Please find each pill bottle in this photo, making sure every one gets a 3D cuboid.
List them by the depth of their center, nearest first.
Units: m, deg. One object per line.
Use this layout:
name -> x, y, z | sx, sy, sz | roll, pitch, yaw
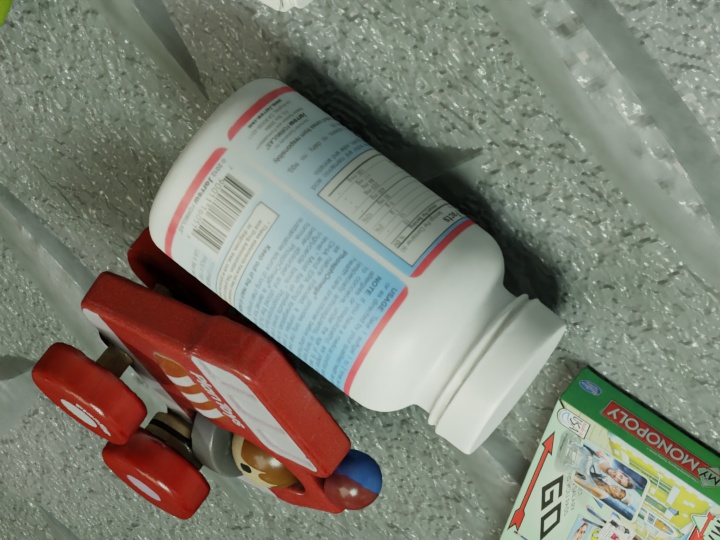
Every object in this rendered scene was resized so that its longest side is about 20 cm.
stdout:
pill bottle -> 0.000, 0.000, 1.077 | 0.200, 0.109, 0.109 | 38, 145, 10

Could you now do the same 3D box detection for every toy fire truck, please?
toy fire truck -> -0.071, 0.076, 1.185 | 0.168, 0.112, 0.200 | 23, 158, 40

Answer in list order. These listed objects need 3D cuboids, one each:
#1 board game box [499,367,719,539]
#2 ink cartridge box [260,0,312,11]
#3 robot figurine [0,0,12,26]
board game box -> 0.146, 0.152, 1.158 | 0.135, 0.029, 0.200 | 34, 144, 15
ink cartridge box -> -0.066, -0.214, 0.888 | 0.200, 0.147, 0.083 | 30, 141, 18
robot figurine -> -0.271, -0.182, 1.154 | 0.200, 0.116, 0.176 | 37, 140, 10
